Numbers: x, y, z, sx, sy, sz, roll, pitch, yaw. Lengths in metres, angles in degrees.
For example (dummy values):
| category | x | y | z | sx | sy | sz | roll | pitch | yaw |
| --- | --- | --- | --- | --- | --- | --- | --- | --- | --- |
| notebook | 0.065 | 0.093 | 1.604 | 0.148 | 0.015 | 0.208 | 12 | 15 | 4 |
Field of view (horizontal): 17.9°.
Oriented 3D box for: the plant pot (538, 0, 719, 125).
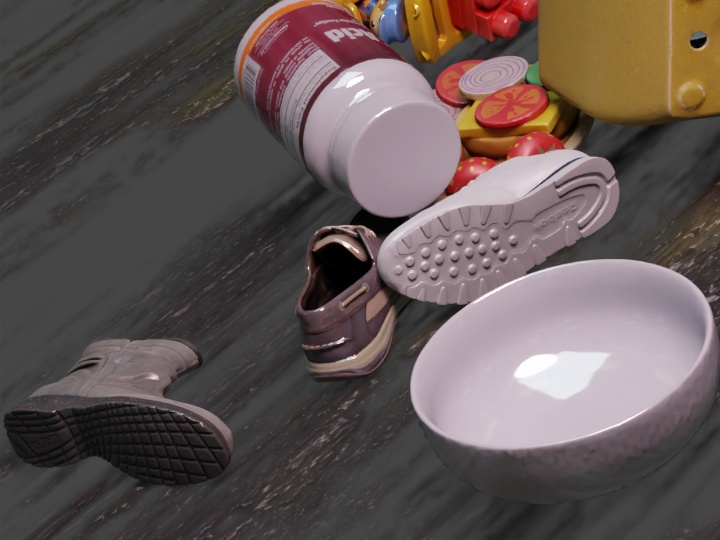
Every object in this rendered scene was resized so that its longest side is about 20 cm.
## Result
| category | x | y | z | sx | sy | sz | roll | pitch | yaw |
| --- | --- | --- | --- | --- | --- | --- | --- | --- | --- |
| plant pot | 0.250 | -0.202 | 1.688 | 0.193 | 0.196 | 0.200 | -7 | 26 | -10 |

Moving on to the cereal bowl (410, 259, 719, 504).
| category | x | y | z | sx | sy | sz | roll | pitch | yaw |
| --- | --- | --- | --- | --- | --- | --- | --- | --- | --- |
| cereal bowl | 0.136 | 0.082 | 1.453 | 0.199 | 0.084 | 0.200 | -16 | 29 | 9 |

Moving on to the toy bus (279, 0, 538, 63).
| category | x | y | z | sx | sy | sz | roll | pitch | yaw |
| --- | --- | --- | --- | --- | --- | --- | --- | --- | --- |
| toy bus | 0.054 | -0.247 | 2.027 | 0.200 | 0.136 | 0.192 | -38 | 49 | -23 |

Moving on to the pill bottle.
| category | x | y | z | sx | sy | sz | roll | pitch | yaw |
| --- | --- | --- | --- | --- | --- | --- | --- | --- | --- |
| pill bottle | -0.010 | -0.126 | 1.762 | 0.114 | 0.115 | 0.200 | -28 | 37 | -13 |

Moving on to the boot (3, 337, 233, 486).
| category | x | y | z | sx | sy | sz | roll | pitch | yaw |
| --- | --- | --- | --- | --- | --- | --- | --- | --- | --- |
| boot | -0.152 | 0.088 | 1.651 | 0.199 | 0.068 | 0.131 | 3 | 32 | 34 |

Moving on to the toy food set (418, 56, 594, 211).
| category | x | y | z | sx | sy | sz | roll | pitch | yaw |
| --- | --- | --- | --- | --- | --- | --- | --- | --- | --- |
| toy food set | 0.092 | -0.113 | 1.840 | 0.199 | 0.049 | 0.198 | -3 | 34 | 30 |

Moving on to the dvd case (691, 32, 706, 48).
| category | x | y | z | sx | sy | sz | roll | pitch | yaw |
| --- | --- | --- | --- | --- | --- | --- | --- | --- | --- |
| dvd case | 0.294 | -0.236 | 1.940 | 0.150 | 0.025 | 0.200 | -13 | 31 | 13 |

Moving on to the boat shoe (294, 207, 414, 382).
| category | x | y | z | sx | sy | sz | roll | pitch | yaw |
| --- | --- | --- | --- | --- | --- | --- | --- | --- | --- |
| boat shoe | 0.000 | 0.000 | 1.685 | 0.074 | 0.074 | 0.200 | -10 | 31 | 18 |

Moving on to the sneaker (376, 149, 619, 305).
| category | x | y | z | sx | sy | sz | roll | pitch | yaw |
| --- | --- | --- | --- | --- | --- | --- | --- | --- | --- |
| sneaker | 0.093 | -0.036 | 1.690 | 0.199 | 0.077 | 0.080 | -21 | 29 | -23 |
